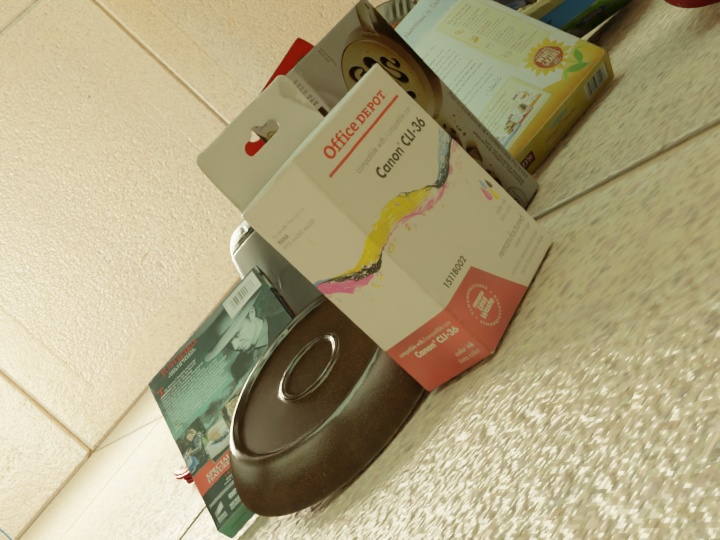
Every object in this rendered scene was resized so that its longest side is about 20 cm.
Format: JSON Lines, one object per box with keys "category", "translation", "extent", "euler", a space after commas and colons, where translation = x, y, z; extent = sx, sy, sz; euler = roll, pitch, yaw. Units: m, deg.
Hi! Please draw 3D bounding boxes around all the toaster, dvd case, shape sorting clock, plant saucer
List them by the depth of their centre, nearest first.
{"category": "plant saucer", "translation": [-0.026, 0.074, 0.720], "extent": [0.200, 0.032, 0.201], "euler": [-39, 25, 22]}
{"category": "dvd case", "translation": [-0.094, 0.098, 0.847], "extent": [0.146, 0.022, 0.200], "euler": [-48, 40, 3]}
{"category": "toaster", "translation": [-0.031, -0.017, 0.943], "extent": [0.113, 0.130, 0.200], "euler": [-27, -9, -41]}
{"category": "shape sorting clock", "translation": [0.198, -0.253, 1.067], "extent": [0.199, 0.039, 0.200], "euler": [-31, -5, -3]}

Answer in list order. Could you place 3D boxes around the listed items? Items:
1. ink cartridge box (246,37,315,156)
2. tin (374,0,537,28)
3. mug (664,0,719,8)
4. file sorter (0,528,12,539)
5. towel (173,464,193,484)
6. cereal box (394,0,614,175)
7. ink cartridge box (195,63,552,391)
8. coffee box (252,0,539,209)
{"category": "ink cartridge box", "translation": [-0.025, -0.114, 1.016], "extent": [0.161, 0.199, 0.047], "euler": [-54, 48, 16]}
{"category": "tin", "translation": [0.094, -0.262, 1.123], "extent": [0.198, 0.112, 0.042], "euler": [-13, 63, 18]}
{"category": "mug", "translation": [0.265, -0.296, 0.732], "extent": [0.199, 0.179, 0.134], "euler": [-12, 22, 32]}
{"category": "file sorter", "translation": [-0.967, 0.713, 2.589], "extent": [0.123, 0.139, 0.200], "euler": [-43, 8, 9]}
{"category": "towel", "translation": [-0.114, 0.139, 1.115], "extent": [0.200, 0.022, 0.144], "euler": [-52, 9, -31]}
{"category": "cereal box", "translation": [0.098, -0.165, 0.915], "extent": [0.144, 0.040, 0.200], "euler": [-48, 52, -8]}
{"category": "ink cartridge box", "translation": [0.011, -0.041, 0.638], "extent": [0.067, 0.200, 0.117], "euler": [-39, 11, 46]}
{"category": "coffee box", "translation": [0.027, -0.087, 0.789], "extent": [0.080, 0.200, 0.113], "euler": [-33, 14, 48]}
